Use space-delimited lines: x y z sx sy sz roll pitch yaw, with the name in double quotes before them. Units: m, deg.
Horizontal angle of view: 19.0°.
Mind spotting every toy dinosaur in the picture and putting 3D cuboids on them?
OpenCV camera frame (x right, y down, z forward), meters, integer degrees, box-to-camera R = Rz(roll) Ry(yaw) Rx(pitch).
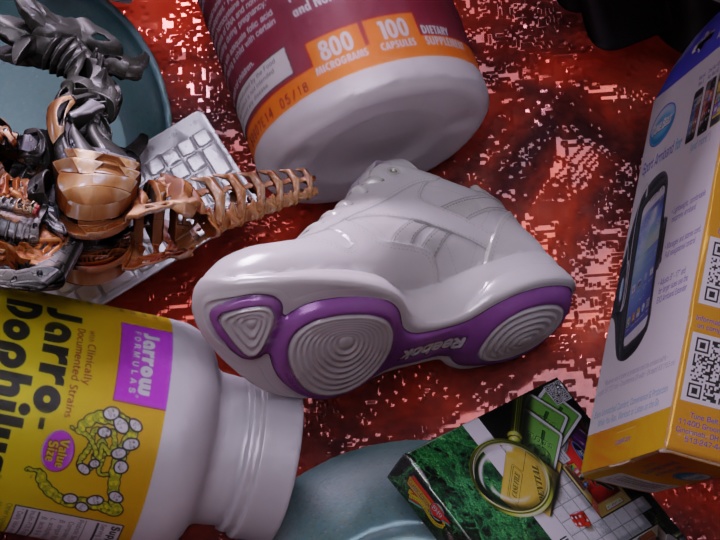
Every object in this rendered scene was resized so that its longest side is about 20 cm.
"toy dinosaur" -0.126 -0.032 0.923 0.199 0.102 0.136 17 33 -25

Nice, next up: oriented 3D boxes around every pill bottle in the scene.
"pill bottle" -0.129 0.064 0.930 0.199 0.104 0.105 12 70 -13
"pill bottle" -0.023 -0.144 1.012 0.114 0.114 0.201 -19 71 -3

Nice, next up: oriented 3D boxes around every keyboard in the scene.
"keyboard" -0.143 0.000 0.987 0.199 0.011 0.056 -32 72 -7

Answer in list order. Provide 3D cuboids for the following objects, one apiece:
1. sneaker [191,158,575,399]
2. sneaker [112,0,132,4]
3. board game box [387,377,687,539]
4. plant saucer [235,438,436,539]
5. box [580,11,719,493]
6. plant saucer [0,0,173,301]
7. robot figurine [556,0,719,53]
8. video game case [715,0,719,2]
"sneaker" 0.000 0.000 0.951 0.199 0.075 0.100 -2 50 -42
"sneaker" -0.149 -0.205 1.038 0.075 0.116 0.200 -14 31 -24
"board game box" 0.109 0.143 0.922 0.104 0.023 0.200 -24 67 -39
"plant saucer" 0.025 0.166 0.939 0.200 0.039 0.202 -1 70 3
"box" 0.144 -0.010 0.910 0.041 0.119 0.201 16 78 -7
"plant saucer" -0.186 -0.052 1.033 0.199 0.036 0.201 -1 70 3
"robot figurine" 0.182 -0.179 1.003 0.199 0.125 0.151 -24 76 -4
"video game case" 0.196 -0.194 0.933 0.199 0.022 0.183 22 76 9
